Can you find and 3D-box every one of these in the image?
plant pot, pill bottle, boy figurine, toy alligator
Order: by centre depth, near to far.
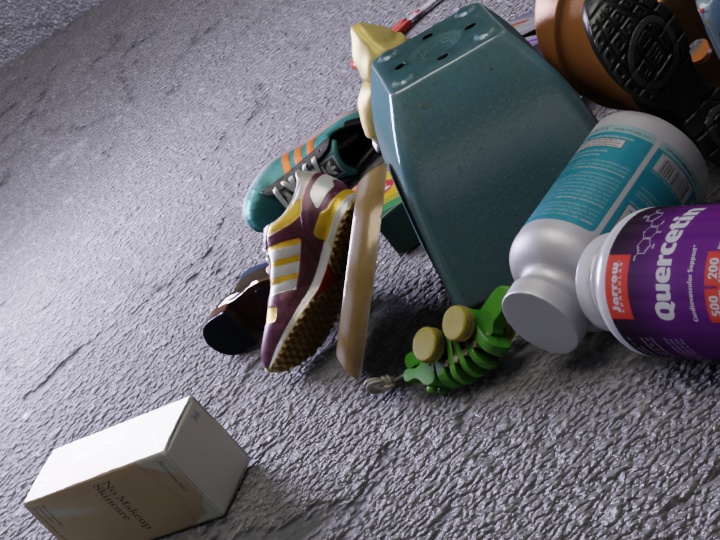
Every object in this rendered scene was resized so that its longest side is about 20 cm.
[{"bbox_3d":[0.248,0.008,1.214,0.113,0.113,0.200,-49,24,-24],"label":"pill bottle"},{"bbox_3d":[0.193,-0.028,1.370,0.111,0.111,0.200,-7,38,53],"label":"pill bottle"},{"bbox_3d":[0.074,0.080,1.439,0.200,0.059,0.054,-39,55,40],"label":"toy alligator"},{"bbox_3d":[0.274,-0.221,1.520,0.200,0.200,0.140,-37,33,5],"label":"plant pot"},{"bbox_3d":[0.109,-0.122,1.530,0.195,0.200,0.196,-30,23,3],"label":"plant pot"},{"bbox_3d":[0.000,0.000,1.548,0.027,0.201,0.200,7,31,0],"label":"plant pot"},{"bbox_3d":[0.053,-0.171,1.635,0.124,0.200,0.064,-36,46,-1],"label":"boy figurine"}]

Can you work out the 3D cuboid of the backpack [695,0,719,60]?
[{"bbox_3d":[0.365,-0.219,1.371,0.147,0.183,0.200,-22,24,35],"label":"backpack"}]

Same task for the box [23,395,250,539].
[{"bbox_3d":[-0.212,0.199,1.600,0.200,0.095,0.078,-24,28,36],"label":"box"}]

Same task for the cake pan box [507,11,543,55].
[{"bbox_3d":[0.185,-0.234,1.786,0.184,0.052,0.200,-32,17,-31],"label":"cake pan box"}]

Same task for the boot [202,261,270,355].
[{"bbox_3d":[-0.081,0.012,1.774,0.200,0.075,0.097,-25,29,36],"label":"boot"}]

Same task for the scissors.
[{"bbox_3d":[0.065,-0.343,2.297,0.200,0.014,0.073,-46,21,-11],"label":"scissors"}]

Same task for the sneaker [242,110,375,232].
[{"bbox_3d":[-0.054,-0.118,1.981,0.200,0.071,0.080,-42,18,-11],"label":"sneaker"}]

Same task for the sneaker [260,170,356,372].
[{"bbox_3d":[-0.062,0.001,1.663,0.090,0.075,0.201,30,101,29],"label":"sneaker"}]

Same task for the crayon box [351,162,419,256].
[{"bbox_3d":[0.091,-0.111,1.770,0.200,0.051,0.127,-39,22,0],"label":"crayon box"}]

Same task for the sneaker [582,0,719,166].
[{"bbox_3d":[0.252,-0.156,1.419,0.076,0.200,0.091,-46,14,-7],"label":"sneaker"}]
